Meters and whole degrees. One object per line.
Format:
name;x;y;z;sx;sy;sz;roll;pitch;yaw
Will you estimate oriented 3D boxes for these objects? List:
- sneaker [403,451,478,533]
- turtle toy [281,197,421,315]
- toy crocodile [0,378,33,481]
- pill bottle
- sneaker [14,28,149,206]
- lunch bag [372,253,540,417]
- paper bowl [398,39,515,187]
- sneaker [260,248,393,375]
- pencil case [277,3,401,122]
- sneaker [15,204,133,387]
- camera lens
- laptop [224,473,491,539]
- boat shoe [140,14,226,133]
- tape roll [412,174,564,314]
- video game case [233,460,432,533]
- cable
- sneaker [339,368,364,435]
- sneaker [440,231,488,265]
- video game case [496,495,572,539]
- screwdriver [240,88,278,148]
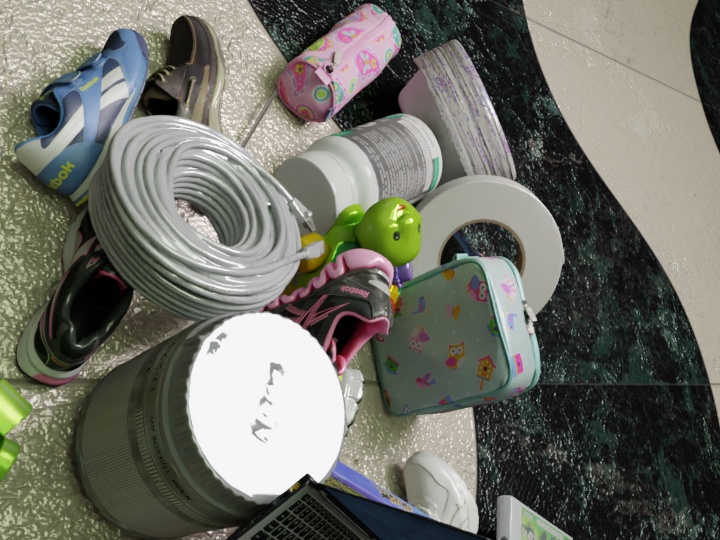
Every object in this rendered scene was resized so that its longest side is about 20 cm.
sneaker;0.077;0.298;0.858;0.099;0.078;0.202;-6;75;-40
turtle toy;0.000;0.000;0.843;0.145;0.201;0.101;-21;55;-41
toy crocodile;-0.310;0.165;0.579;0.067;0.062;0.201;39;55;-24
pill bottle;-0.001;-0.110;0.940;0.199;0.113;0.114;-28;92;-46
sneaker;-0.259;-0.162;0.756;0.082;0.074;0.202;27;54;-28
lunch bag;0.103;0.072;0.891;0.077;0.199;0.162;4;70;-43
paper bowl;0.120;-0.190;1.055;0.201;0.104;0.202;-90;154;-71
sneaker;-0.047;0.066;0.756;0.079;0.199;0.096;32;31;-41
pencil case;-0.022;-0.263;1.009;0.088;0.087;0.200;51;45;-12
sneaker;-0.222;0.005;0.705;0.080;0.086;0.201;31;52;-30
camera lens;-0.127;0.130;0.655;0.159;0.199;0.161;19;60;-36
laptop;-0.003;0.237;0.588;0.116;0.199;0.188;49;-8;35
boat shoe;-0.186;-0.181;0.830;0.073;0.074;0.202;9;65;-40
tape roll;0.147;-0.015;0.981;0.203;0.202;0.037;49;13;-14
video game case;-0.026;0.277;0.722;0.200;0.045;0.182;37;91;-25
cable;-0.145;-0.048;0.722;0.200;0.069;0.200;50;34;-2
sneaker;-0.066;0.174;0.792;0.090;0.078;0.201;27;53;-12
sneaker;0.141;0.003;1.060;0.200;0.075;0.079;51;32;-19
video game case;0.208;0.382;0.938;0.200;0.022;0.184;42;46;-44
screwdriver;-0.133;-0.139;0.898;0.028;0.029;0.201;39;46;-22
